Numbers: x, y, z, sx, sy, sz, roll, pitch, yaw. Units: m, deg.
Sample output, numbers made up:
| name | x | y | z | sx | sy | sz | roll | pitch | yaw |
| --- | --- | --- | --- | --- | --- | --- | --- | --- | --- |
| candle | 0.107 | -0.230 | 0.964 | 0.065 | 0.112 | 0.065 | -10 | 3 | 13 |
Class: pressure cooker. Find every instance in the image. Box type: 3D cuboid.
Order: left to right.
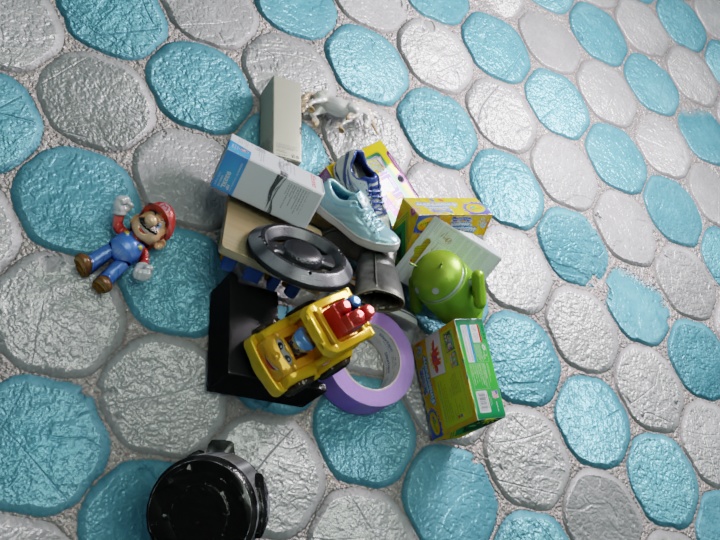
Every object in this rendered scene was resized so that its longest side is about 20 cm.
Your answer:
| name | x | y | z | sx | sy | sz | roll | pitch | yaw |
| --- | --- | --- | --- | --- | --- | --- | --- | --- | --- |
| pressure cooker | -0.235 | 0.373 | 1.371 | 0.176 | 0.200 | 0.179 | -43 | 82 | -6 |

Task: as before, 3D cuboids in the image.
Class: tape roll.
| name | x | y | z | sx | sy | sz | roll | pitch | yaw |
| --- | --- | --- | --- | --- | --- | --- | --- | --- | --- |
| tape roll | 0.005 | 0.177 | 1.693 | 0.199 | 0.066 | 0.201 | 14 | 60 | -26 |

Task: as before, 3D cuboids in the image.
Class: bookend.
| name | x | y | z | sx | sy | sz | roll | pitch | yaw |
| --- | --- | --- | --- | --- | --- | --- | --- | --- | --- |
| bookend | -0.173 | 0.130 | 1.590 | 0.198 | 0.092 | 0.201 | 14 | 56 | -30 |

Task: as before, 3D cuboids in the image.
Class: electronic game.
| name | x | y | z | sx | sy | sz | roll | pitch | yaw |
| --- | --- | --- | --- | --- | --- | --- | --- | --- | --- |
| electronic game | -0.107 | -0.024 | 1.542 | 0.199 | 0.042 | 0.200 | 20 | 25 | -10 |

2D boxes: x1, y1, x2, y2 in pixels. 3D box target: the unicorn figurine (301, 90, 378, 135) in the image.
| name | x | y | z | sx | sy | sz | roll | pitch | yaw |
| --- | --- | --- | --- | --- | --- | --- | --- | --- | --- |
| unicorn figurine | -0.042 | -0.350 | 1.906 | 0.199 | 0.074 | 0.138 | 31 | 35 | -5 |

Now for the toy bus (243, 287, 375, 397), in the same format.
| name | x | y | z | sx | sy | sz | roll | pitch | yaw |
| --- | --- | --- | --- | --- | --- | --- | --- | --- | --- |
| toy bus | -0.070 | 0.111 | 1.482 | 0.199 | 0.192 | 0.136 | -23 | 80 | -44 |

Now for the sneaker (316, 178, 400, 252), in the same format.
| name | x | y | z | sx | sy | sz | roll | pitch | yaw |
| --- | --- | --- | --- | --- | --- | --- | --- | --- | --- |
| sneaker | -0.002 | -0.111 | 1.706 | 0.199 | 0.082 | 0.074 | 31 | 38 | 8 |

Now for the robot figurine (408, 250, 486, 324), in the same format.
| name | x | y | z | sx | sy | sz | roll | pitch | yaw |
| --- | --- | --- | --- | --- | --- | --- | --- | --- | --- |
| robot figurine | 0.179 | 0.036 | 1.745 | 0.200 | 0.175 | 0.116 | 44 | 54 | -42 |

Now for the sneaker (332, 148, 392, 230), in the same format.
| name | x | y | z | sx | sy | sz | roll | pitch | yaw |
| --- | --- | --- | --- | --- | --- | --- | --- | --- | --- |
| sneaker | 0.012 | -0.154 | 1.774 | 0.075 | 0.088 | 0.201 | -28 | 86 | -32 |

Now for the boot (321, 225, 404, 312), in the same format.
| name | x | y | z | sx | sy | sz | roll | pitch | yaw |
| --- | --- | --- | --- | --- | --- | --- | --- | --- | --- |
| boot | -0.001 | -0.002 | 1.698 | 0.180 | 0.073 | 0.201 | 4 | 43 | 1 |

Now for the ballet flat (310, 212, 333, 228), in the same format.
| name | x | y | z | sx | sy | sz | roll | pitch | yaw |
| --- | --- | --- | --- | --- | --- | --- | --- | --- | --- |
| ballet flat | -0.111 | -0.146 | 1.779 | 0.199 | 0.063 | 0.069 | 25 | 54 | -19 |

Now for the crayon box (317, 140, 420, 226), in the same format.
| name | x | y | z | sx | sy | sz | roll | pitch | yaw |
| --- | --- | --- | --- | --- | --- | --- | --- | --- | --- |
| crayon box | 0.029 | -0.161 | 1.875 | 0.172 | 0.058 | 0.201 | -31 | 86 | -35 |

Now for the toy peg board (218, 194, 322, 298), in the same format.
| name | x | y | z | sx | sy | sz | roll | pitch | yaw |
| --- | --- | --- | --- | --- | --- | --- | --- | --- | --- |
| toy peg board | -0.181 | -0.026 | 1.619 | 0.199 | 0.098 | 0.200 | 24 | 30 | -18 |

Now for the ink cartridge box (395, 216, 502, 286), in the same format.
| name | x | y | z | sx | sy | sz | roll | pitch | yaw |
| --- | --- | --- | --- | --- | --- | --- | --- | --- | --- |
| ink cartridge box | 0.177 | -0.016 | 1.821 | 0.199 | 0.163 | 0.057 | 31 | 16 | -24 |

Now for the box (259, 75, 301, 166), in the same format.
| name | x | y | z | sx | sy | sz | roll | pitch | yaw |
| --- | --- | --- | --- | --- | --- | --- | --- | --- | --- |
| box | -0.168 | -0.299 | 1.809 | 0.068 | 0.082 | 0.201 | 11 | 63 | -26 |

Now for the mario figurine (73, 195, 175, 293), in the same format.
| name | x | y | z | sx | sy | sz | roll | pitch | yaw |
| --- | --- | --- | --- | --- | --- | --- | --- | --- | --- |
| mario figurine | -0.405 | -0.056 | 1.525 | 0.200 | 0.106 | 0.124 | -48 | 130 | -30 |

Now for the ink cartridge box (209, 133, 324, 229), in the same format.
| name | x | y | z | sx | sy | sz | roll | pitch | yaw |
| --- | --- | --- | --- | --- | --- | --- | --- | --- | --- |
| ink cartridge box | -0.177 | -0.171 | 1.658 | 0.199 | 0.084 | 0.145 | 25 | 15 | -13 |

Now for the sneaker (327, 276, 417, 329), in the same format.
| name | x | y | z | sx | sy | sz | roll | pitch | yaw |
| --- | --- | --- | --- | --- | --- | --- | --- | --- | --- |
| sneaker | 0.033 | 0.056 | 1.760 | 0.199 | 0.078 | 0.080 | 23 | 63 | -19 |

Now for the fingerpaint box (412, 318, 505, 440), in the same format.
| name | x | y | z | sx | sy | sz | roll | pitch | yaw |
| --- | --- | --- | --- | --- | --- | --- | --- | --- | --- |
| fingerpaint box | 0.193 | 0.218 | 1.713 | 0.073 | 0.167 | 0.201 | 0 | 66 | -29 |

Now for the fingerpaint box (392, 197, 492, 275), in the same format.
| name | x | y | z | sx | sy | sz | roll | pitch | yaw |
| --- | --- | --- | --- | --- | --- | --- | --- | --- | --- |
| fingerpaint box | 0.160 | -0.068 | 1.839 | 0.199 | 0.168 | 0.073 | -4 | 36 | -32 |
